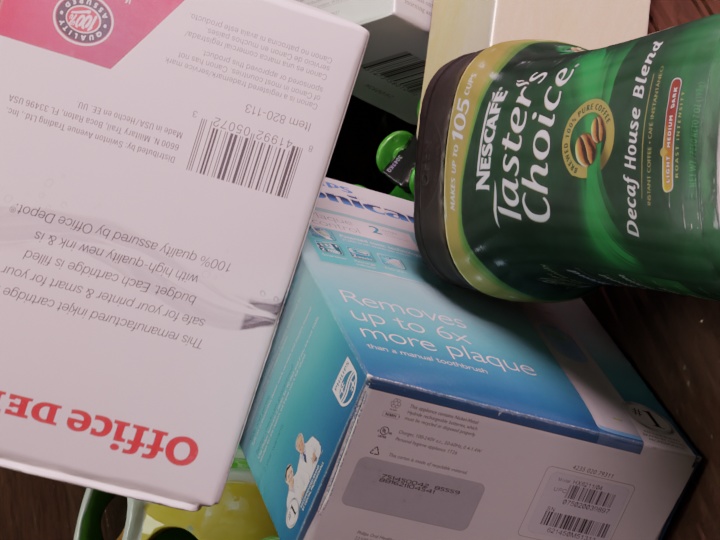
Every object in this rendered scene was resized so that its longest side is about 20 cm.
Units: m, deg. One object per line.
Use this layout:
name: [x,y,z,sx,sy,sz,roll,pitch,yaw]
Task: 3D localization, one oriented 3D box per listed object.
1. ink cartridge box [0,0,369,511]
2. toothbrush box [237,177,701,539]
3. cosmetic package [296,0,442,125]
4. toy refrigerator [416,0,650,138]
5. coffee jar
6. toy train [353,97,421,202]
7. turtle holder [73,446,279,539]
ink cartridge box: [-0.102,-0.024,0.958,0.083,0.146,0.200,31,104,67]
toothbrush box: [0.026,0.046,0.997,0.085,0.146,0.200,-67,23,18]
cosmetic package: [0.030,-0.183,1.148,0.085,0.108,0.200,-13,63,42]
toy refrigerator: [0.080,-0.146,1.072,0.070,0.076,0.201,-22,58,63]
coffee jar: [0.100,-0.039,0.916,0.200,0.085,0.105,-1,84,58]
toy train: [0.000,0.000,1.118,0.200,0.056,0.042,-49,42,-3]
turtle holder: [-0.058,0.143,1.152,0.141,0.131,0.186,-64,25,24]
